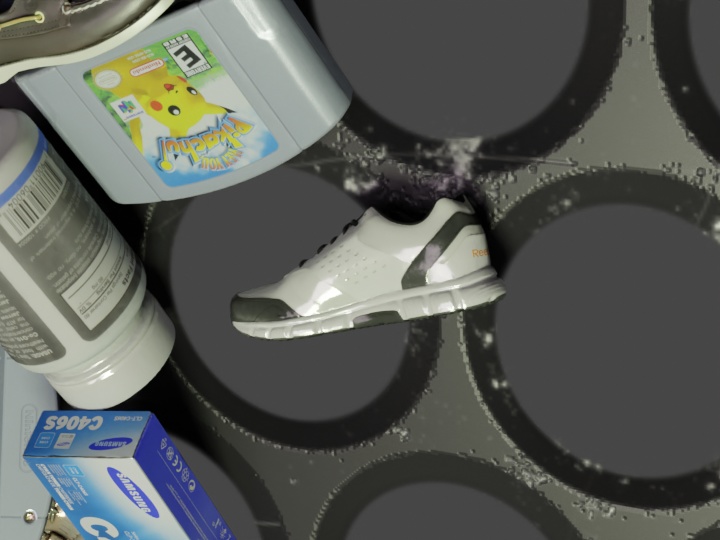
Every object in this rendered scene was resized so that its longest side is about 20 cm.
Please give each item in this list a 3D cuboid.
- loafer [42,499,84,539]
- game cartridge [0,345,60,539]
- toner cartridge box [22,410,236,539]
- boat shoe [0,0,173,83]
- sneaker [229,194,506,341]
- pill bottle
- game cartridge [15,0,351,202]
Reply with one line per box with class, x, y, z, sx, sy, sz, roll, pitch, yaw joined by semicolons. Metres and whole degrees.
loafer;-0.264;0.169;1.370;0.072;0.063;0.200;-36;93;32
game cartridge;-0.291;0.123;1.319;0.132;0.040;0.201;3;90;-4
toner cartridge box;-0.157;0.180;1.287;0.094;0.043;0.200;-3;136;25
boat shoe;-0.199;-0.169;1.116;0.200;0.072;0.061;-15;131;32
sneaker;0.000;0.000;1.179;0.199;0.074;0.081;-12;91;24
pill bottle;-0.219;-0.002;1.216;0.113;0.114;0.200;-13;128;29
game cartridge;-0.113;-0.114;1.159;0.199;0.041;0.133;-18;129;29
